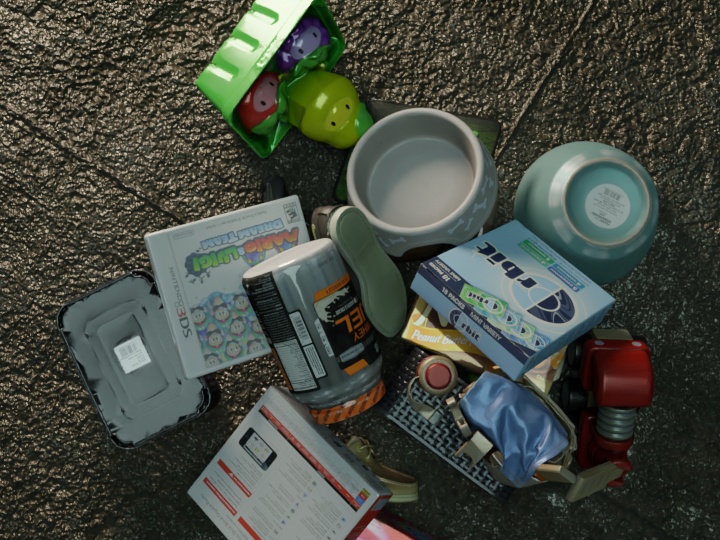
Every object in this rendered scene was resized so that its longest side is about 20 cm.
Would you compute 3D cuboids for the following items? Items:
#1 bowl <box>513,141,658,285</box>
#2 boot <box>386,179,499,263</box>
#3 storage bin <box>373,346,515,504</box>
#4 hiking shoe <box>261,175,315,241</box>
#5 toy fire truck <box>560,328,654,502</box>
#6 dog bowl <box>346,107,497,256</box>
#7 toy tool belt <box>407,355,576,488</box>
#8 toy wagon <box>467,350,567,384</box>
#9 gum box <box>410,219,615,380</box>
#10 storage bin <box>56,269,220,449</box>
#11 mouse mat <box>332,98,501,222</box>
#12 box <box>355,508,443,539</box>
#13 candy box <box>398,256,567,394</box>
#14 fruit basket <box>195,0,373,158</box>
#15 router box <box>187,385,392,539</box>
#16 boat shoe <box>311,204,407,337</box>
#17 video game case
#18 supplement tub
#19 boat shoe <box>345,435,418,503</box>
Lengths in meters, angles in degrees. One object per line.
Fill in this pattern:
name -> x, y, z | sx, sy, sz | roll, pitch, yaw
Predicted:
bowl -> 0.309, -0.083, 1.157 | 0.200, 0.105, 0.202 | 0, 85, 0
boot -> 0.088, -0.092, 1.180 | 0.199, 0.070, 0.147 | -6, 77, 4
storage bin -> 0.120, 0.193, 1.115 | 0.200, 0.135, 0.094 | 36, 86, 2
hiking shoe -> -0.067, -0.038, 1.172 | 0.100, 0.076, 0.201 | -20, 95, -11
toy fire truck -> 0.296, 0.186, 1.069 | 0.128, 0.200, 0.177 | 2, 112, -2
dog bowl -> 0.073, -0.117, 1.122 | 0.199, 0.059, 0.201 | -5, 69, 12
toy tool belt -> 0.151, 0.166, 0.988 | 0.200, 0.123, 0.125 | 39, 85, 3
toy wagon -> 0.192, 0.067, 1.176 | 0.155, 0.040, 0.200 | -26, 85, -3
gum box -> 0.188, 0.028, 1.066 | 0.170, 0.045, 0.200 | 42, 42, 23
storage bin -> -0.282, 0.113, 1.133 | 0.135, 0.094, 0.200 | -27, 87, -2
mouse mat -> 0.074, -0.146, 1.167 | 0.199, 0.008, 0.161 | 13, 74, 17
box -> 0.063, 0.386, 1.120 | 0.200, 0.095, 0.103 | 28, 87, 2
candy box -> 0.162, 0.076, 1.126 | 0.199, 0.055, 0.116 | 25, 82, 2
fruit basket -> -0.080, -0.239, 1.151 | 0.215, 0.156, 0.216 | -4, 73, 15
router box -> -0.091, 0.275, 1.088 | 0.200, 0.049, 0.180 | 42, 97, 24
boat shoe -> 0.000, 0.000, 1.125 | 0.072, 0.060, 0.202 | -45, 126, -29
video game case -> -0.147, 0.018, 1.091 | 0.199, 0.024, 0.183 | -17, 95, -22
supplement tub -> -0.050, 0.073, 1.052 | 0.122, 0.123, 0.201 | -23, 100, -3
boat shoe -> -0.015, 0.248, 1.141 | 0.199, 0.074, 0.067 | 16, 91, 1
